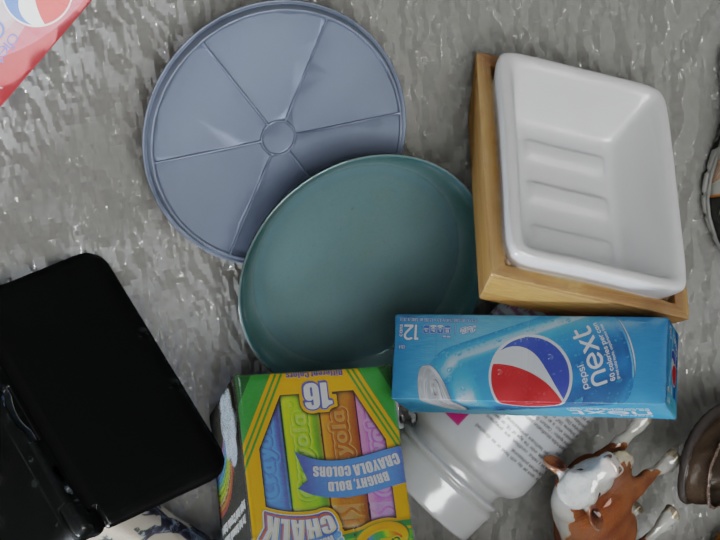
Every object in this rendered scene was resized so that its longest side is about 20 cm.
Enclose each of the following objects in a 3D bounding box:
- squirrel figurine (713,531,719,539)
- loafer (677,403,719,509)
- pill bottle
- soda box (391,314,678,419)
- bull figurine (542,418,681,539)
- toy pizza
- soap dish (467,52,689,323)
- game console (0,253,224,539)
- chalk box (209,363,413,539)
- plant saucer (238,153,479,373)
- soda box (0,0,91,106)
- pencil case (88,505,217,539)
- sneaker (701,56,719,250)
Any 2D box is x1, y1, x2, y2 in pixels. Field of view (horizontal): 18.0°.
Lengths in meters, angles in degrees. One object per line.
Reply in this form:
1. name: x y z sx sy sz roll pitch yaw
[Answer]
1. squirrel figurine: 0.298 0.297 1.792 0.200 0.187 0.142 -42 111 0
2. loafer: 0.326 0.136 1.775 0.199 0.071 0.074 -21 121 -36
3. pill bottle: 0.113 0.099 1.724 0.113 0.113 0.200 42 92 -21
4. soda box: 0.125 0.069 1.631 0.198 0.068 0.065 0 78 15
5. bull figurine: 0.189 0.181 1.746 0.121 0.065 0.201 -34 148 -26
6. toy pizza: -0.064 -0.101 1.659 0.198 0.032 0.202 -6 113 -16
7. soap dish: 0.153 -0.054 1.659 0.156 0.201 0.081 12 143 -18
8. game console: -0.227 0.116 1.629 0.176 0.201 0.116 -43 158 25
9. chalk box: -0.033 0.183 1.659 0.123 0.125 0.202 -4 73 -14
10. plant saucer: 0.000 0.000 1.692 0.198 0.027 0.202 -11 121 -18
11. soda box: -0.248 -0.173 1.576 0.070 0.063 0.200 40 92 -21
12. pencil case: -0.184 0.206 1.696 0.199 0.078 0.090 31 109 -20
13. sneaker: 0.308 -0.088 1.742 0.073 0.080 0.202 -7 109 -14
